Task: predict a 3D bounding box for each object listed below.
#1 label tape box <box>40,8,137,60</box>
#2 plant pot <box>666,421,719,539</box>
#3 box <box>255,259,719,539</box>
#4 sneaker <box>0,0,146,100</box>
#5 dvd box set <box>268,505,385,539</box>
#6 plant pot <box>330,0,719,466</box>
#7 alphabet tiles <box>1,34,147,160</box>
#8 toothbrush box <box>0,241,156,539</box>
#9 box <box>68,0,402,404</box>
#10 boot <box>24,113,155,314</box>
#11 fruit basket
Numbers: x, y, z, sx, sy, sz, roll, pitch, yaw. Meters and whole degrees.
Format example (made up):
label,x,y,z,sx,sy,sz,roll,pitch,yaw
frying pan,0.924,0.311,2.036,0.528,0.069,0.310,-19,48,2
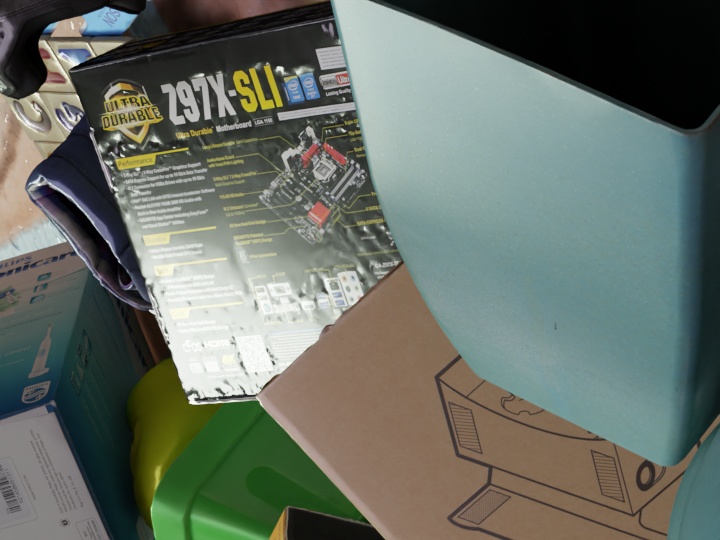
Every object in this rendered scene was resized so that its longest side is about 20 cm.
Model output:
label,x,y,z,sx,sy,sz,roll,pitch,yaw
label tape box,-0.182,-0.187,1.447,0.200,0.066,0.143,41,155,-3
plant pot,0.192,0.101,0.979,0.201,0.199,0.188,59,170,-4
box,0.082,0.070,1.160,0.163,0.021,0.200,-42,92,21
sneaker,-0.115,-0.156,1.268,0.090,0.200,0.066,39,-172,-3
dvd box set,-0.002,0.202,1.440,0.030,0.145,0.201,-91,20,-46
plant pot,0.092,-0.042,1.010,0.141,0.141,0.201,25,145,27
alphabet tiles,-0.093,-0.048,1.460,0.199,0.006,0.167,6,136,47
toothbrush box,-0.163,0.093,1.603,0.200,0.085,0.147,-83,-25,-62
box,-0.021,-0.029,1.238,0.199,0.049,0.161,-7,105,46
boot,-0.066,0.002,1.393,0.200,0.090,0.073,46,151,-6
fruit basket,-0.063,0.126,1.526,0.215,0.156,0.216,25,142,21
